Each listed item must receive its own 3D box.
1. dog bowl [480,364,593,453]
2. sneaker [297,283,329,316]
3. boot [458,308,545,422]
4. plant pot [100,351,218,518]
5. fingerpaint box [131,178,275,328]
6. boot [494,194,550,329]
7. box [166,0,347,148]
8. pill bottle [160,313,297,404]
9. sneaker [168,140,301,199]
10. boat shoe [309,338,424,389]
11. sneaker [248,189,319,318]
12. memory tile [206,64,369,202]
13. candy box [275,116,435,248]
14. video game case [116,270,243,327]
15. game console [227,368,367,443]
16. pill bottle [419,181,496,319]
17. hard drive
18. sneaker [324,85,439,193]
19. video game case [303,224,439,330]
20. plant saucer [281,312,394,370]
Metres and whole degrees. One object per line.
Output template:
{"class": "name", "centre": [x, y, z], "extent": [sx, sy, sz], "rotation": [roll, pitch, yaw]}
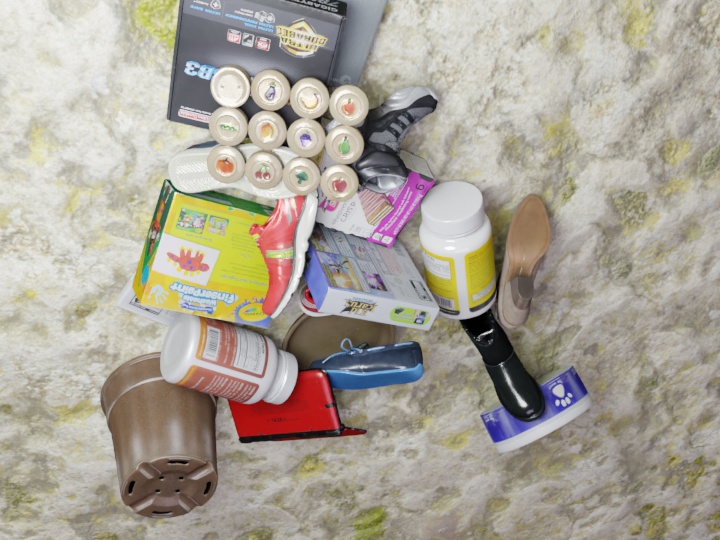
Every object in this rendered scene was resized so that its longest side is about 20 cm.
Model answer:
{"class": "dog bowl", "centre": [0.323, 0.255, 1.618], "extent": [0.198, 0.079, 0.200], "rotation": [-28, 173, -4]}
{"class": "sneaker", "centre": [0.004, 0.034, 1.364], "extent": [0.197, 0.116, 0.079], "rotation": [-14, 87, -8]}
{"class": "boot", "centre": [0.237, 0.147, 1.498], "extent": [0.073, 0.199, 0.163], "rotation": [-29, 139, 5]}
{"class": "plant pot", "centre": [-0.313, 0.272, 1.410], "extent": [0.197, 0.199, 0.202], "rotation": [-10, 132, -11]}
{"class": "fingerpaint box", "centre": [-0.205, -0.021, 1.253], "extent": [0.198, 0.073, 0.169], "rotation": [12, 105, -30]}
{"class": "boot", "centre": [0.256, -0.006, 1.440], "extent": [0.069, 0.203, 0.146], "rotation": [11, 163, -1]}
{"class": "box", "centre": [-0.132, -0.259, 1.091], "extent": [0.197, 0.050, 0.200], "rotation": [13, 128, -8]}
{"class": "pill bottle", "centre": [-0.201, 0.143, 1.366], "extent": [0.198, 0.113, 0.113], "rotation": [23, 119, -32]}
{"class": "sneaker", "centre": [-0.151, -0.144, 1.168], "extent": [0.197, 0.085, 0.076], "rotation": [5, 114, 8]}
{"class": "boat shoe", "centre": [0.012, 0.156, 1.467], "extent": [0.197, 0.069, 0.084], "rotation": [-3, 148, 13]}
{"class": "sneaker", "centre": [-0.116, -0.035, 1.218], "extent": [0.084, 0.077, 0.203], "rotation": [12, 102, -10]}
{"class": "memory tile", "centre": [-0.092, -0.169, 1.092], "extent": [0.197, 0.017, 0.155], "rotation": [9, 114, -1]}
{"class": "candy box", "centre": [-0.009, -0.125, 1.273], "extent": [0.198, 0.061, 0.137], "rotation": [17, 122, -29]}
{"class": "video game case", "centre": [-0.242, 0.021, 1.343], "extent": [0.199, 0.023, 0.182], "rotation": [26, 117, -33]}
{"class": "game console", "centre": [-0.111, 0.238, 1.523], "extent": [0.197, 0.119, 0.175], "rotation": [-9, 105, 22]}
{"class": "pill bottle", "centre": [0.152, -0.031, 1.371], "extent": [0.113, 0.115, 0.202], "rotation": [-16, 132, -5]}
{"class": "hard drive", "centre": [-0.040, -0.334, 1.108], "extent": [0.138, 0.033, 0.202], "rotation": [6, 126, -23]}
{"class": "sneaker", "centre": [0.043, -0.171, 1.183], "extent": [0.199, 0.115, 0.075], "rotation": [-26, 176, -31]}
{"class": "video game case", "centre": [0.000, 0.000, 1.285], "extent": [0.179, 0.201, 0.046], "rotation": [12, 119, -26]}
{"class": "plant saucer", "centre": [-0.039, 0.120, 1.489], "extent": [0.197, 0.030, 0.202], "rotation": [-9, 130, -11]}
